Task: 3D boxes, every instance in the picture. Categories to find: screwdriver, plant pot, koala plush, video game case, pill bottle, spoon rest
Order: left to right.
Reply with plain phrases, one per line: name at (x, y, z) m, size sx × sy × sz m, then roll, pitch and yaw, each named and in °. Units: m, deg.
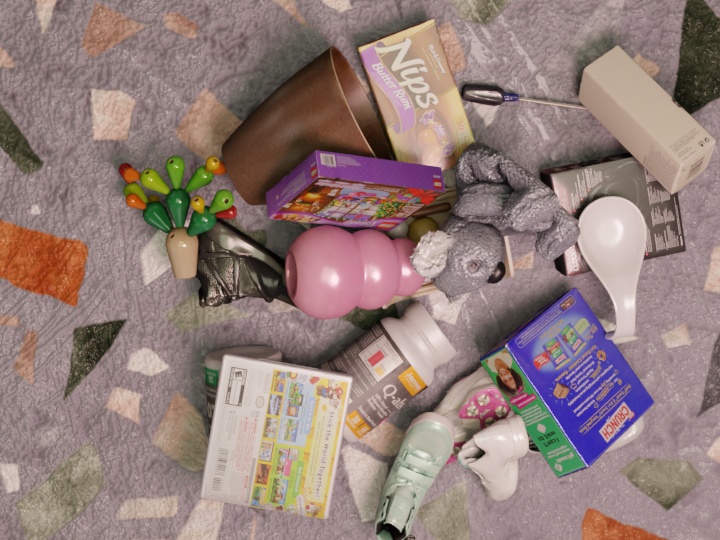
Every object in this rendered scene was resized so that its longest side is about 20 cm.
pill bottle at (-0.160, 0.216, 1.700) m, size 0.111 × 0.113 × 0.204 m, roll -3°, pitch 97°, yaw -4°
video game case at (-0.115, 0.225, 1.637) m, size 0.179 × 0.023 × 0.204 m, roll 10°, pitch 96°, yaw -4°
plant pot at (-0.082, -0.172, 1.634) m, size 0.198 × 0.187 × 0.189 m, roll -26°, pitch 99°, yaw 12°
pill bottle at (0.032, 0.140, 1.703) m, size 0.199 × 0.116 × 0.117 m, roll -37°, pitch 99°, yaw 2°
koala plush at (0.159, -0.049, 1.619) m, size 0.183 × 0.177 × 0.201 m, roll 41°, pitch 95°, yaw 30°
screwdriver at (0.240, -0.245, 1.713) m, size 0.196 × 0.028 × 0.030 m, roll 2°, pitch 69°, yaw -6°
spoon rest at (0.352, -0.001, 1.659) m, size 0.098 × 0.061 × 0.204 m, roll -10°, pitch 100°, yaw -4°

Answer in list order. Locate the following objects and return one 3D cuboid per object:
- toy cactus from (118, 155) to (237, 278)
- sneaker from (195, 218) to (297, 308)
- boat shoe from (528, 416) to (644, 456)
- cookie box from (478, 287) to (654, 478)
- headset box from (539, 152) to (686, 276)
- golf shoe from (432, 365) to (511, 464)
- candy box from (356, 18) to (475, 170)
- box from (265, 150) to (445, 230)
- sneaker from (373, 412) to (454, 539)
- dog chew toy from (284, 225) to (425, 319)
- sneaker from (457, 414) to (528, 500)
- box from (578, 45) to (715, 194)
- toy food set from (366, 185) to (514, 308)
toy cactus at (-0.245, -0.076, 1.646) m, size 0.197 × 0.102 × 0.168 m, roll 4°, pitch 107°, yaw 24°
sneaker at (-0.155, 0.023, 1.696) m, size 0.198 × 0.076 × 0.115 m, roll 31°, pitch 97°, yaw -6°
boat shoe at (0.326, 0.244, 1.762) m, size 0.196 × 0.067 × 0.075 m, roll -12°, pitch 99°, yaw -2°
cookie box at (0.290, 0.157, 1.689) m, size 0.170 × 0.075 × 0.201 m, roll -33°, pitch 87°, yaw -34°
headset box at (0.349, -0.083, 1.716) m, size 0.197 × 0.077 × 0.151 m, roll -12°, pitch 98°, yaw -1°
golf shoe at (0.137, 0.215, 1.748) m, size 0.199 × 0.092 × 0.075 m, roll -38°, pitch 116°, yaw 23°
candy box at (0.080, -0.236, 1.687) m, size 0.115 × 0.056 × 0.203 m, roll -19°, pitch 100°, yaw -1°
box at (-0.007, -0.101, 1.575) m, size 0.197 × 0.136 × 0.040 m, roll 4°, pitch 68°, yaw -33°
sneaker at (0.076, 0.299, 1.685) m, size 0.073 × 0.119 × 0.202 m, roll 21°, pitch 126°, yaw -3°
dog chew toy at (0.000, 0.000, 1.631) m, size 0.197 × 0.124 × 0.127 m, roll -3°, pitch 98°, yaw -19°
sneaker at (0.179, 0.268, 1.707) m, size 0.087 × 0.201 × 0.076 m, roll -10°, pitch 55°, yaw -9°
box at (0.390, -0.207, 1.651) m, size 0.068 × 0.082 × 0.201 m, roll -33°, pitch 68°, yaw -12°
toy food set at (0.112, -0.038, 1.712) m, size 0.197 × 0.060 × 0.146 m, roll -13°, pitch 98°, yaw -2°
